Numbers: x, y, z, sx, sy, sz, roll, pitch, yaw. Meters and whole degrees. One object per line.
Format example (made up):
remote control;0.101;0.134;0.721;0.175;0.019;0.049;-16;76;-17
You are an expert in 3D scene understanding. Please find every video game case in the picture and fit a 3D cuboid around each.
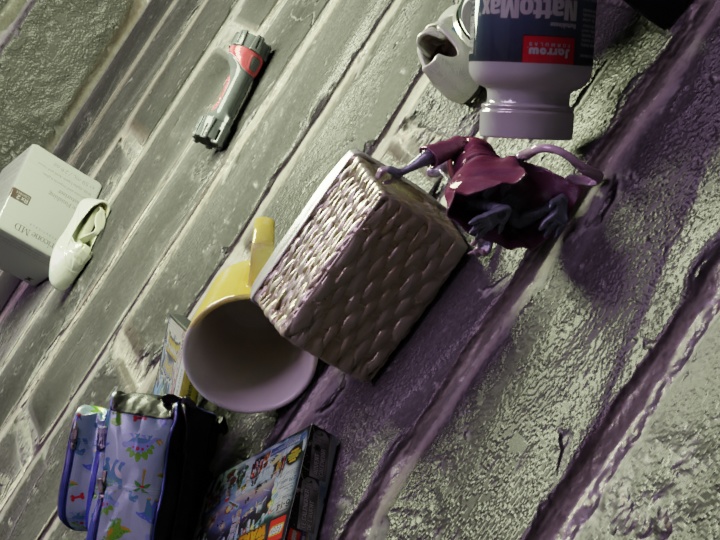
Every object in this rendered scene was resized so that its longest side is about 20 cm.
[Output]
video game case;-0.232;0.155;1.760;0.200;0.025;0.181;-159;81;-73

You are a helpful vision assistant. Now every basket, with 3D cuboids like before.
basket;0.000;0.000;1.469;0.200;0.136;0.123;-54;28;11

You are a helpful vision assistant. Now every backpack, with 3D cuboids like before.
backpack;-0.245;0.242;1.565;0.183;0.147;0.200;55;-140;-73

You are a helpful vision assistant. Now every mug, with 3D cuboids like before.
mug;-0.111;0.049;1.624;0.187;0.149;0.153;-48;17;19

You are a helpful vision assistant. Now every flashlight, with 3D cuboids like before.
flashlight;-0.215;-0.294;2.321;0.068;0.068;0.200;108;-174;-76

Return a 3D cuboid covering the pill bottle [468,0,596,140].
pill bottle;0.164;-0.226;1.352;0.120;0.119;0.200;-163;73;-66

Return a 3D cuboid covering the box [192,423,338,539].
box;-0.107;0.255;1.477;0.200;0.040;0.137;-34;34;43

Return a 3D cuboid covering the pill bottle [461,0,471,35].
pill bottle;0.179;-0.335;1.536;0.113;0.113;0.200;-27;34;49

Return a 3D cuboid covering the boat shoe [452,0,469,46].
boat shoe;0.151;-0.298;1.612;0.062;0.073;0.200;-49;20;29

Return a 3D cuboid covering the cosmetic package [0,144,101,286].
cosmetic package;-0.643;-0.106;2.791;0.165;0.165;0.200;-25;41;50

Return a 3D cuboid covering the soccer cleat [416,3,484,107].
soccer cleat;0.103;-0.269;1.649;0.070;0.086;0.200;-45;26;26

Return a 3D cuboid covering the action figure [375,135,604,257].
action figure;0.115;-0.096;1.360;0.149;0.134;0.200;-51;27;12

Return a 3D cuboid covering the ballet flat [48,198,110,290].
ballet flat;-0.516;-0.055;2.621;0.069;0.069;0.200;-27;37;49

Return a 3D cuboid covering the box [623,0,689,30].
box;0.286;-0.341;1.395;0.141;0.079;0.200;-48;26;17
